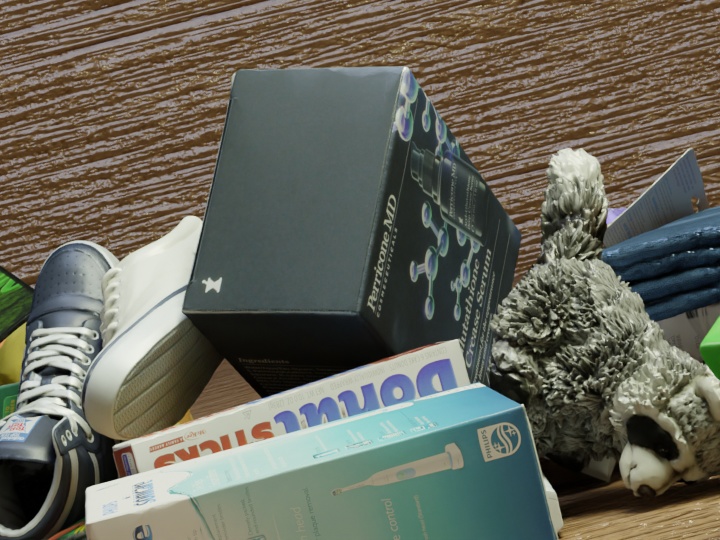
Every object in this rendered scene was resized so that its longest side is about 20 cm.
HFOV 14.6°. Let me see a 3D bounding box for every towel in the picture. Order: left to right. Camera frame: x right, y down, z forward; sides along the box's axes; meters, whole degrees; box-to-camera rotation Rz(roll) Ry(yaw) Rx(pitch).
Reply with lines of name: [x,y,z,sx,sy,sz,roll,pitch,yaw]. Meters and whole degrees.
towel: [0.216,-0.010,1.665,0.111,0.049,0.200,-15,2,28]

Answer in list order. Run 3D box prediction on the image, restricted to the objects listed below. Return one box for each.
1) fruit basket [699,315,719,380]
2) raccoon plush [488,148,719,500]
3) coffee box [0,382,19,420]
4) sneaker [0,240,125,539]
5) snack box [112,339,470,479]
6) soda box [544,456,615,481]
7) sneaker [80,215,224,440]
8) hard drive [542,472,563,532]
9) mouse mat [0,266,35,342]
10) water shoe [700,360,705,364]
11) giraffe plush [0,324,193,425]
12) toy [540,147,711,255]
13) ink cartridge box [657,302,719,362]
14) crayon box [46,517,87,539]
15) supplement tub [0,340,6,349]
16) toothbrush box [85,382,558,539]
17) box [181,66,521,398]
fruit basket: [0.281,0.023,1.216,0.215,0.156,0.216,-28,11,6]
raccoon plush: [0.144,0.022,1.426,0.133,0.202,0.097,-3,-17,26]
coffee box: [-0.222,0.133,1.642,0.199,0.124,0.044,-14,-23,34]
sneaker: [-0.168,0.068,1.529,0.070,0.202,0.108,-7,-20,19]
snack box: [-0.026,0.094,1.394,0.199,0.072,0.024,-17,2,-33]
soda box: [0.113,0.069,1.595,0.068,0.064,0.200,20,2,-1]
sneaker: [-0.112,0.030,1.522,0.070,0.074,0.200,17,27,16]
hard drive: [0.033,0.127,1.459,0.131,0.027,0.200,-14,2,0]
mouse mat: [-0.294,0.062,1.724,0.200,0.008,0.161,-40,27,-13]
water shoe: [0.216,0.051,1.499,0.071,0.080,0.199,-16,3,-40]
giraffe plush: [-0.170,0.114,1.729,0.199,0.174,0.162,-4,18,-30]
toy: [0.135,0.010,1.758,0.200,0.047,0.115,-46,-31,-10]
ink cartridge box: [0.228,0.045,1.713,0.199,0.068,0.116,-13,2,31]
crayon box: [-0.055,0.114,1.480,0.199,0.051,0.127,-27,2,-39]
supplement tub: [-0.256,0.088,1.874,0.122,0.123,0.201,-14,-35,-5]
toothbrush box: [-0.021,0.119,1.263,0.198,0.086,0.146,-14,3,-6]
box: [0.000,0.000,1.543,0.106,0.149,0.200,0,-26,24]
